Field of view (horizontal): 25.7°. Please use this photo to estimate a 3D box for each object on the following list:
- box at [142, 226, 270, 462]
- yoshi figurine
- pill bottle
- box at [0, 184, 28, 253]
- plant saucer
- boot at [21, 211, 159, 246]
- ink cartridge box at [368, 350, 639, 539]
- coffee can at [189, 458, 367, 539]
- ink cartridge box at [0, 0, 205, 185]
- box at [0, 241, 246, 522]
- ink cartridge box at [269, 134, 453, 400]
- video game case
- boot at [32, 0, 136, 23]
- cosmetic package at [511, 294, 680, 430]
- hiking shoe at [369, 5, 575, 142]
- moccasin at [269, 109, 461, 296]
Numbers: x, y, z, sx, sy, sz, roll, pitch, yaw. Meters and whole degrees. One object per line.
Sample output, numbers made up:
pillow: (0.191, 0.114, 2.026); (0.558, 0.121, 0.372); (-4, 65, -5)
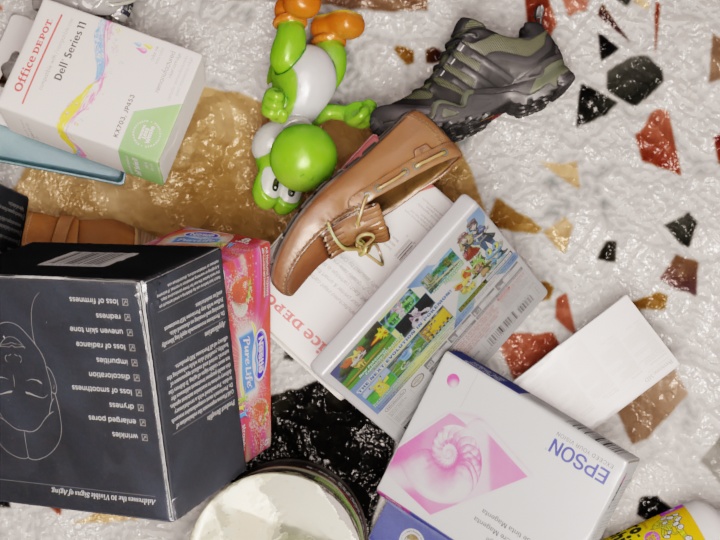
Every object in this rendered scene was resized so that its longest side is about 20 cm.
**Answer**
box: (-0.141, 0.072, 1.378); (0.095, 0.100, 0.201); (9, 109, 25)
yoshi figurine: (-0.046, -0.150, 1.438); (0.112, 0.112, 0.201); (10, 81, 8)
pill bottle: (0.276, 0.272, 1.415); (0.200, 0.104, 0.104); (-24, 86, -1)
box: (-0.382, 0.014, 1.423); (0.107, 0.148, 0.201); (8, 86, 2)
plant saucer: (-0.314, -0.131, 1.497); (0.199, 0.019, 0.070); (11, 86, 1)
boot: (-0.253, 0.047, 1.440); (0.155, 0.077, 0.201); (14, 81, -11)
ink cartridge box: (0.115, 0.203, 1.389); (0.196, 0.043, 0.200); (30, 100, 26)
coffee can: (-0.068, 0.243, 1.375); (0.146, 0.200, 0.147); (0, 86, 1)
ink cartridge box: (-0.256, -0.171, 1.459); (0.200, 0.067, 0.117); (19, 76, 3)
box: (-0.214, 0.085, 1.291); (0.200, 0.124, 0.197); (2, 105, 27)
ink cartridge box: (0.000, 0.000, 1.449); (0.147, 0.083, 0.200); (42, 88, 5)
video game case: (0.066, 0.050, 1.407); (0.200, 0.182, 0.022); (-48, 52, -2)
boot: (-0.213, -0.280, 1.486); (0.199, 0.074, 0.096); (3, 92, 10)
cosmetic package: (0.188, 0.115, 1.454); (0.200, 0.051, 0.083); (-37, 83, -1)
hiking shoe: (0.094, -0.179, 1.470); (0.200, 0.076, 0.101); (-18, 78, -13)
moccasin: (0.004, -0.049, 1.380); (0.201, 0.074, 0.078); (-41, 75, -12)
